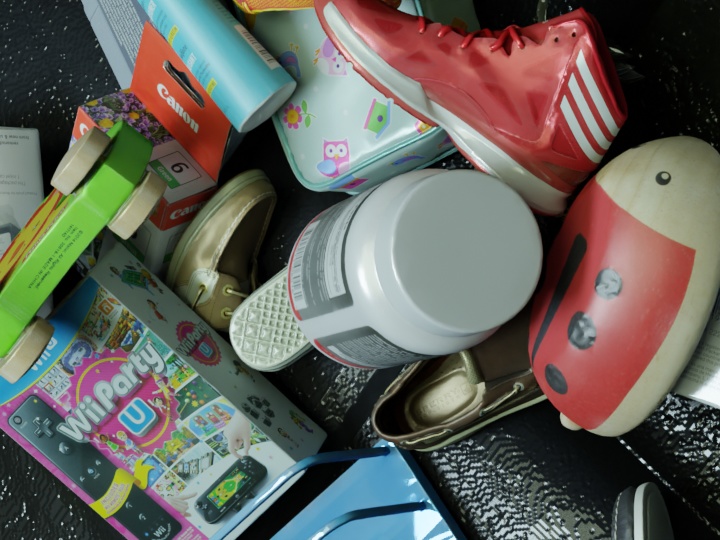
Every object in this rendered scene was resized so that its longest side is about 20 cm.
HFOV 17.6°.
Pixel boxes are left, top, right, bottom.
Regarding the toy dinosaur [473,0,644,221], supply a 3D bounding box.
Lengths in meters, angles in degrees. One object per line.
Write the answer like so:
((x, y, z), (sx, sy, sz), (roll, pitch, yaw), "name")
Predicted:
((0.109, -0.094, 1.469), (0.136, 0.200, 0.102), (-52, 29, 13), "toy dinosaur")

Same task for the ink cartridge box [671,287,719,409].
((0.283, -0.004, 1.391), (0.144, 0.085, 0.201), (20, 101, 30), "ink cartridge box")

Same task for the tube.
((-0.125, -0.182, 1.556), (0.050, 0.077, 0.200), (-38, 81, -18), "tube")

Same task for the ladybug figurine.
((0.156, 0.010, 1.404), (0.136, 0.072, 0.200), (-124, 49, -59), "ladybug figurine")

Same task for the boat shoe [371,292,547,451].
((0.090, 0.059, 1.517), (0.202, 0.075, 0.075), (-41, 69, 25), "boat shoe")

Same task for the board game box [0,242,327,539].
((-0.146, 0.102, 1.616), (0.200, 0.064, 0.148), (43, 118, -5), "board game box")

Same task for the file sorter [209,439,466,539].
((0.001, 0.232, 1.536), (0.139, 0.123, 0.200), (-43, 68, 24), "file sorter")

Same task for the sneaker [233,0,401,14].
((-0.045, -0.199, 1.530), (0.200, 0.073, 0.077), (29, 128, 39), "sneaker")

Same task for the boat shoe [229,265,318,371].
((0.000, 0.000, 1.583), (0.200, 0.062, 0.075), (-35, 85, 12), "boat shoe")

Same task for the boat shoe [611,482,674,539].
((0.167, 0.234, 1.472), (0.060, 0.074, 0.201), (-1, 97, 27), "boat shoe")

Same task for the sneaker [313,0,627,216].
((0.077, -0.136, 1.403), (0.200, 0.078, 0.116), (39, 109, -4), "sneaker")

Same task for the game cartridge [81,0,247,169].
((-0.137, -0.165, 1.654), (0.133, 0.041, 0.200), (-46, 65, 50), "game cartridge")

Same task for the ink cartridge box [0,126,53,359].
((-0.301, 0.001, 1.738), (0.145, 0.085, 0.201), (-11, 82, 50), "ink cartridge box")

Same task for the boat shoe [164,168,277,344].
((-0.102, 0.021, 1.645), (0.066, 0.074, 0.200), (40, 120, 22), "boat shoe")

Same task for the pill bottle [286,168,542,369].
((0.033, -0.001, 1.434), (0.200, 0.114, 0.114), (162, 103, -71), "pill bottle")

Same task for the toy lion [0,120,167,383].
((-0.208, -0.021, 1.572), (0.069, 0.192, 0.200), (37, 104, -11), "toy lion")

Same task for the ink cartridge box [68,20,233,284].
((-0.157, -0.065, 1.641), (0.109, 0.050, 0.200), (46, 140, 24), "ink cartridge box")

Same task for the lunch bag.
((-0.002, -0.159, 1.576), (0.160, 0.077, 0.201), (-28, 73, 35), "lunch bag")
